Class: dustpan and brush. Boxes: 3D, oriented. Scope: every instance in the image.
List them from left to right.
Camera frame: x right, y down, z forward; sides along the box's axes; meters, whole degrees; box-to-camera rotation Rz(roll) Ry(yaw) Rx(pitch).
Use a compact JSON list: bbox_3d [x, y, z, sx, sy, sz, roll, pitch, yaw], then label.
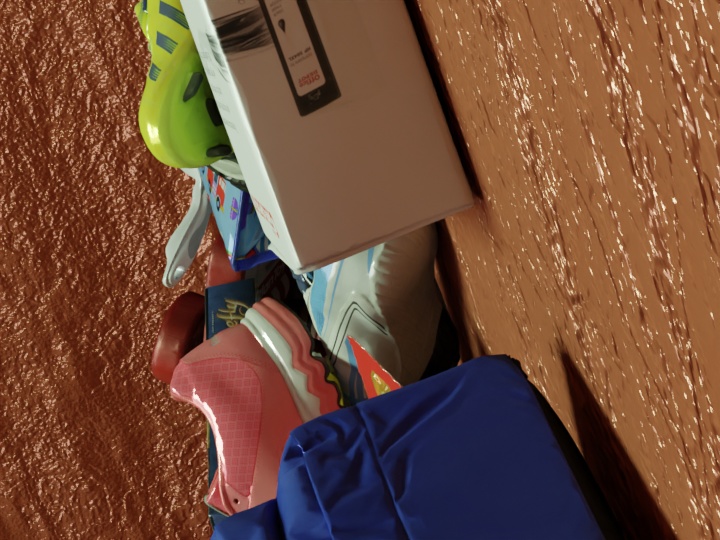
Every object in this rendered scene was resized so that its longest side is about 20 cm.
[{"bbox_3d":[-0.099,-0.080,1.409,0.057,0.200,0.140,19,162,34],"label":"dustpan and brush"}]

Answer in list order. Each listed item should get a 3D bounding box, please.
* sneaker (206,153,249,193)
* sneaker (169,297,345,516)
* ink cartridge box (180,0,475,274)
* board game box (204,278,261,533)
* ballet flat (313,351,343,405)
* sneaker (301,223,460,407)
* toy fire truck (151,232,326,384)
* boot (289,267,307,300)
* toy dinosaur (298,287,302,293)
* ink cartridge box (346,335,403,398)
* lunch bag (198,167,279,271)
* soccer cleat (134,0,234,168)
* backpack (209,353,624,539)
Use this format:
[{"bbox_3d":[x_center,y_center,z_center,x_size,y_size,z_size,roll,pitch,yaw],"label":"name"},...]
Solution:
[{"bbox_3d":[-0.032,-0.089,1.083,0.077,0.089,0.200,32,170,-30],"label":"sneaker"},{"bbox_3d":[-0.034,0.119,1.077,0.201,0.087,0.074,63,172,3],"label":"sneaker"},{"bbox_3d":[-0.030,-0.111,0.892,0.146,0.084,0.201,-138,27,-80],"label":"ink cartridge box"},{"bbox_3d":[-0.064,0.121,1.267,0.200,0.034,0.136,-96,-6,-51],"label":"board game box"},{"bbox_3d":[-0.023,0.082,1.256,0.200,0.067,0.067,45,-159,-84],"label":"ballet flat"},{"bbox_3d":[0.006,0.025,1.072,0.072,0.072,0.200,34,150,28],"label":"sneaker"},{"bbox_3d":[-0.056,0.000,1.417,0.200,0.112,0.168,-53,-20,-50],"label":"toy fire truck"},{"bbox_3d":[0.000,0.000,1.204,0.200,0.073,0.090,63,174,-37],"label":"boot"},{"bbox_3d":[0.010,0.030,1.365,0.106,0.060,0.200,-98,-18,-48],"label":"toy dinosaur"},{"bbox_3d":[0.048,0.145,0.999,0.200,0.050,0.161,41,157,41],"label":"ink cartridge box"},{"bbox_3d":[-0.054,-0.126,1.264,0.151,0.094,0.201,-114,18,-58],"label":"lunch bag"},{"bbox_3d":[-0.080,-0.117,1.036,0.200,0.083,0.065,-73,-31,-44],"label":"soccer cleat"},{"bbox_3d":[0.037,0.160,0.790,0.163,0.167,0.200,-105,-5,-52],"label":"backpack"}]
